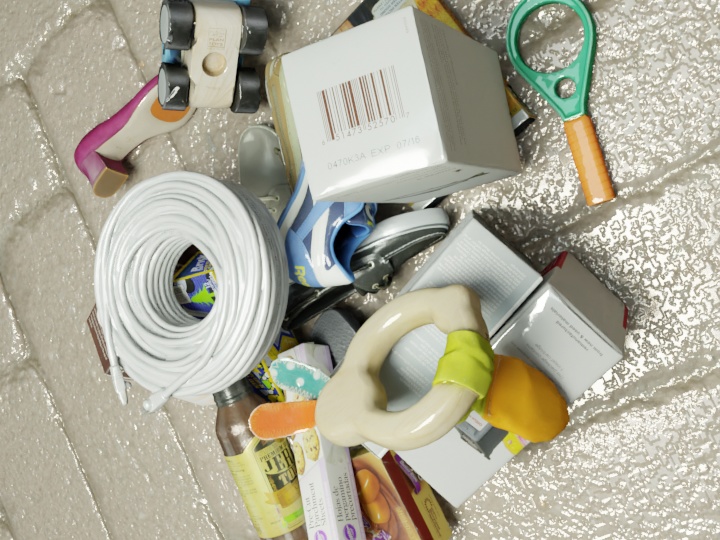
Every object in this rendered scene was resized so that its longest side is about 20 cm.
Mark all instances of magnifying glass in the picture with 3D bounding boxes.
[{"bbox_3d":[0.187,-0.156,0.761,0.079,0.022,0.201,-18,88,27],"label":"magnifying glass"}]

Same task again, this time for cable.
[{"bbox_3d":[-0.152,0.012,0.758,0.200,0.069,0.200,-23,79,27],"label":"cable"}]

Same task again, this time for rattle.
[{"bbox_3d":[0.034,0.102,0.660,0.200,0.143,0.130,-34,57,25],"label":"rattle"}]

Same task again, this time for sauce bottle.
[{"bbox_3d":[-0.102,0.173,0.820,0.065,0.065,0.200,-19,98,27],"label":"sauce bottle"}]

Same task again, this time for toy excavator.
[{"bbox_3d":[-0.170,-0.282,0.880,0.200,0.100,0.195,-123,37,-48],"label":"toy excavator"}]

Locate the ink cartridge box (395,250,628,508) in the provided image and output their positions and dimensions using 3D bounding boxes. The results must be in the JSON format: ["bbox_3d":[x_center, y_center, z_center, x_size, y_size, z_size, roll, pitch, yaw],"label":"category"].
[{"bbox_3d":[0.133,0.090,0.739,0.086,0.148,0.200,42,113,5],"label":"ink cartridge box"}]

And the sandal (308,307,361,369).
[{"bbox_3d":[0.013,0.128,0.871,0.076,0.043,0.200,-31,91,33],"label":"sandal"}]

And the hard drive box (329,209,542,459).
[{"bbox_3d":[0.061,0.048,0.744,0.077,0.156,0.200,41,100,2],"label":"hard drive box"}]

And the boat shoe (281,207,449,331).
[{"bbox_3d":[0.000,0.000,0.829,0.200,0.069,0.057,-24,75,13],"label":"boat shoe"}]

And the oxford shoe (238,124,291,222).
[{"bbox_3d":[-0.097,-0.056,0.894,0.075,0.058,0.201,-7,91,28],"label":"oxford shoe"}]

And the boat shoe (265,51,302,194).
[{"bbox_3d":[-0.054,-0.120,0.859,0.076,0.072,0.201,6,109,47],"label":"boat shoe"}]

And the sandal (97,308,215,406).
[{"bbox_3d":[-0.189,0.100,0.892,0.206,0.059,0.079,34,109,-27],"label":"sandal"}]

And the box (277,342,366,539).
[{"bbox_3d":[-0.038,0.170,0.817,0.041,0.039,0.201,-27,65,37],"label":"box"}]

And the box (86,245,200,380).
[{"bbox_3d":[-0.223,0.015,0.937,0.200,0.075,0.100,-58,43,21],"label":"box"}]

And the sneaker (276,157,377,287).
[{"bbox_3d":[-0.015,-0.075,0.783,0.082,0.074,0.201,13,82,28],"label":"sneaker"}]

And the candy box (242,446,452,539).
[{"bbox_3d":[-0.018,0.255,0.870,0.200,0.056,0.117,-30,86,35],"label":"candy box"}]

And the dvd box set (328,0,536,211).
[{"bbox_3d":[0.053,-0.176,0.821,0.146,0.029,0.200,-40,77,24],"label":"dvd box set"}]

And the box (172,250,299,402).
[{"bbox_3d":[-0.114,0.074,0.865,0.064,0.070,0.200,-13,114,28],"label":"box"}]

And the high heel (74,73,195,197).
[{"bbox_3d":[-0.256,-0.181,0.968,0.200,0.067,0.096,-50,51,19],"label":"high heel"}]

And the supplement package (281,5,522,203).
[{"bbox_3d":[0.043,-0.125,0.699,0.117,0.200,0.118,-14,87,27],"label":"supplement package"}]
